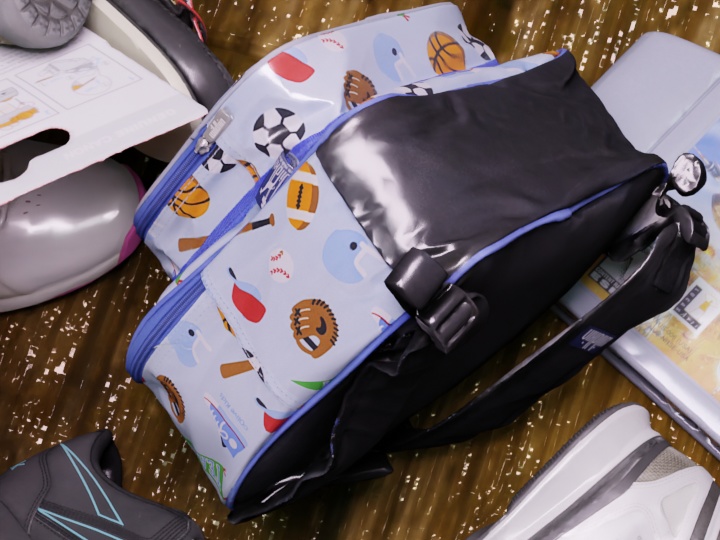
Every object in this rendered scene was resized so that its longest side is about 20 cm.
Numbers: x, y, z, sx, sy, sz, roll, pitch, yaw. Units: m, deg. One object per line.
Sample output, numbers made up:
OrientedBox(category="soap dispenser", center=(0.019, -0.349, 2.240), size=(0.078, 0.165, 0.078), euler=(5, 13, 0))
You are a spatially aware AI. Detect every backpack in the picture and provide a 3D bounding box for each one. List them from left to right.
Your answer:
OrientedBox(category="backpack", center=(0.000, 0.000, 0.924), size=(0.154, 0.200, 0.191), euler=(50, 125, 19))

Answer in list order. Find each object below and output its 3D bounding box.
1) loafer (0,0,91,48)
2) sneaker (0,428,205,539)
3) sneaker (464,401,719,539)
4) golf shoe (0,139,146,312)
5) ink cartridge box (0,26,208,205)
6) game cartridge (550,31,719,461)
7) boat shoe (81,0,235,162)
OrientedBox(category="loafer", center=(-0.142, -0.178, 0.937), size=(0.070, 0.075, 0.200), euler=(-8, 68, 30))
OrientedBox(category="sneaker", center=(-0.080, 0.136, 0.948), size=(0.079, 0.075, 0.200), euler=(-37, 59, -17))
OrientedBox(category="sneaker", center=(0.076, 0.154, 0.930), size=(0.200, 0.076, 0.115), euler=(-44, 70, -10))
OrientedBox(category="golf shoe", center=(-0.190, -0.027, 1.016), size=(0.200, 0.092, 0.075), euler=(-2, 71, 5))
OrientedBox(category="ink cartridge box", center=(-0.174, -0.050, 0.923), size=(0.160, 0.047, 0.200), euler=(-27, 39, -29))
OrientedBox(category="game cartridge", center=(0.157, -0.002, 0.992), size=(0.200, 0.042, 0.133), euler=(42, 86, 17))
OrientedBox(category="boat shoe", center=(-0.096, -0.103, 0.995), size=(0.063, 0.074, 0.201), euler=(-25, 31, -18))
